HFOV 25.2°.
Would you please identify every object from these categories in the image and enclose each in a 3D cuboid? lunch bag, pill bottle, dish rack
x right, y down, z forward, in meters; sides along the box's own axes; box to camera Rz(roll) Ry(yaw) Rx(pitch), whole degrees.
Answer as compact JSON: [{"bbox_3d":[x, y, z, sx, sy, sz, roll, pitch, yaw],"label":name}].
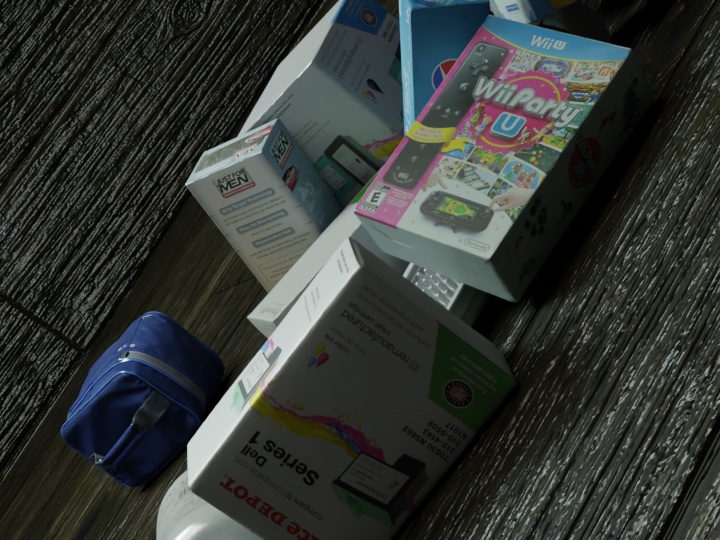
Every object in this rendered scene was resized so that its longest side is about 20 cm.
[{"bbox_3d":[-0.273,0.168,1.968,0.200,0.135,0.133,-45,14,36],"label":"lunch bag"},{"bbox_3d":[-0.097,0.224,1.215,0.115,0.114,0.200,-53,12,5],"label":"pill bottle"},{"bbox_3d":[0.057,0.041,1.299,0.201,0.043,0.171,-59,13,-23],"label":"dish rack"}]

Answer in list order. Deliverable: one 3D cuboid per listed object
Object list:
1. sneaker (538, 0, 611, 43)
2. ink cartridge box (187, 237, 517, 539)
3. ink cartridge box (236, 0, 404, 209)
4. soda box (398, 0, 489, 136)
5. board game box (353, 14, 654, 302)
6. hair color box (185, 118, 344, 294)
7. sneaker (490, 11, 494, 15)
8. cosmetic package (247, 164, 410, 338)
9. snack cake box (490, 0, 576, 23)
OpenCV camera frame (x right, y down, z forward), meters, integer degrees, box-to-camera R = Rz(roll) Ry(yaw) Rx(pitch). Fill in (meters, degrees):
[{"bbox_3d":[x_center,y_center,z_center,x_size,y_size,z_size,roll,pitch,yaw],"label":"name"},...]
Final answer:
[{"bbox_3d":[0.150,-0.151,1.406,0.114,0.075,0.201,-44,10,40],"label":"sneaker"},{"bbox_3d":[-0.010,0.104,1.139,0.201,0.144,0.084,-52,14,9],"label":"ink cartridge box"},{"bbox_3d":[0.010,-0.143,1.602,0.146,0.199,0.147,-40,18,41],"label":"ink cartridge box"},{"bbox_3d":[0.072,-0.141,1.357,0.064,0.067,0.202,-105,10,-58],"label":"soda box"},{"bbox_3d":[0.109,-0.090,1.235,0.147,0.064,0.201,21,69,41],"label":"board game box"},{"bbox_3d":[-0.069,-0.040,1.572,0.098,0.201,0.061,-20,30,32],"label":"hair color box"},{"bbox_3d":[0.111,-0.197,1.567,0.081,0.115,0.200,-46,14,32],"label":"sneaker"},{"bbox_3d":[0.000,0.000,1.473,0.200,0.085,0.107,-47,13,-13],"label":"cosmetic package"},{"bbox_3d":[0.206,-0.283,1.383,0.199,0.068,0.115,-29,9,-6],"label":"snack cake box"}]
